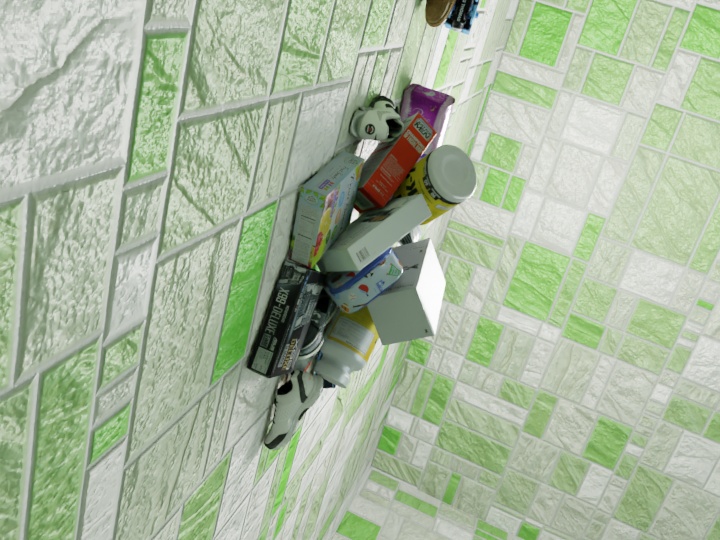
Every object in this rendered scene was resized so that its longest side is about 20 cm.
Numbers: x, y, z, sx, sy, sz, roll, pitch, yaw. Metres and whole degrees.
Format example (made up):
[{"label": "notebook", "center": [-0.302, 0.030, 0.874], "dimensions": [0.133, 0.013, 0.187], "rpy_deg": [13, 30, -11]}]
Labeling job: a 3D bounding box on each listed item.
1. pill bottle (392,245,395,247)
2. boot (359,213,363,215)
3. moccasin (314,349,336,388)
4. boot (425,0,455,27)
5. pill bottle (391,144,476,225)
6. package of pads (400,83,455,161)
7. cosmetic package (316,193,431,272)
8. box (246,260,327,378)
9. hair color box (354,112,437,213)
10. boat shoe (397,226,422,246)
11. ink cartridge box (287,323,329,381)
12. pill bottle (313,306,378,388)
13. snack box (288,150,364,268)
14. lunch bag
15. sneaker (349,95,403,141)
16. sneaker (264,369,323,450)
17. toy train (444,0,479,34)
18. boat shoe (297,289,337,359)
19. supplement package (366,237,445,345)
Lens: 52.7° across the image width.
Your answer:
[{"label": "pill bottle", "center": [0.007, 0.028, 1.702], "dimensions": [0.114, 0.112, 0.203], "rpy_deg": [83, 27, -67]}, {"label": "boot", "center": [0.043, -0.148, 1.683], "dimensions": [0.076, 0.073, 0.200], "rpy_deg": [-54, 176, 36]}, {"label": "moccasin", "center": [-0.068, 0.208, 1.764], "dimensions": [0.081, 0.067, 0.202], "rpy_deg": [-75, 180, -45]}, {"label": "boot", "center": [0.168, -0.619, 1.523], "dimensions": [0.075, 0.072, 0.205], "rpy_deg": [6, 101, -59]}, {"label": "pill bottle", "center": [0.133, -0.159, 1.457], "dimensions": [0.199, 0.114, 0.116], "rpy_deg": [-31, -154, 56]}, {"label": "package of pads", "center": [0.145, -0.330, 1.738], "dimensions": [0.076, 0.118, 0.203], "rpy_deg": [-52, 160, -55]}, {"label": "cosmetic package", "center": [0.019, -0.070, 1.388], "dimensions": [0.199, 0.052, 0.150], "rpy_deg": [-37, -165, -27]}, {"label": "box", "center": [-0.131, 0.089, 1.331], "dimensions": [0.158, 0.049, 0.204], "rpy_deg": [24, 85, -79]}, {"label": "hair color box", "center": [0.057, -0.213, 1.457], "dimensions": [0.202, 0.064, 0.110], "rpy_deg": [-55, -161, -17]}, {"label": "boat shoe", "center": [0.068, -0.133, 1.562], "dimensions": [0.073, 0.201, 0.067], "rpy_deg": [-34, -166, 26]}, {"label": "ink cartridge box", "center": [-0.108, 0.181, 1.609], "dimensions": [0.163, 0.056, 0.204], "rpy_deg": [-53, 155, -56]}, {"label": "pill bottle", "center": [-0.020, 0.142, 1.555], "dimensions": [0.203, 0.110, 0.112], "rpy_deg": [-62, 167, -15]}, {"label": "snack box", "center": [-0.059, -0.114, 1.312], "dimensions": [0.200, 0.052, 0.145], "rpy_deg": [-54, 162, -57]}, {"label": "lunch bag", "center": [0.000, 0.000, 1.438], "dimensions": [0.159, 0.076, 0.200], "rpy_deg": [-39, -162, -3]}, {"label": "sneaker", "center": [0.049, -0.291, 1.439], "dimensions": [0.200, 0.087, 0.075], "rpy_deg": [-53, 159, -59]}, {"label": "sneaker", "center": [-0.158, 0.291, 1.543], "dimensions": [0.202, 0.079, 0.074], "rpy_deg": [-58, -159, 13]}, {"label": "toy train", "center": [0.265, -0.688, 1.794], "dimensions": [0.114, 0.085, 0.204], "rpy_deg": [-56, 163, -80]}, {"label": "boat shoe", "center": [-0.100, 0.100, 1.478], "dimensions": [0.201, 0.071, 0.063], "rpy_deg": [-60, 152, -51]}, {"label": "supplement package", "center": [0.096, 0.041, 1.494], "dimensions": [0.201, 0.114, 0.119], "rpy_deg": [-69, 141, -56]}]
